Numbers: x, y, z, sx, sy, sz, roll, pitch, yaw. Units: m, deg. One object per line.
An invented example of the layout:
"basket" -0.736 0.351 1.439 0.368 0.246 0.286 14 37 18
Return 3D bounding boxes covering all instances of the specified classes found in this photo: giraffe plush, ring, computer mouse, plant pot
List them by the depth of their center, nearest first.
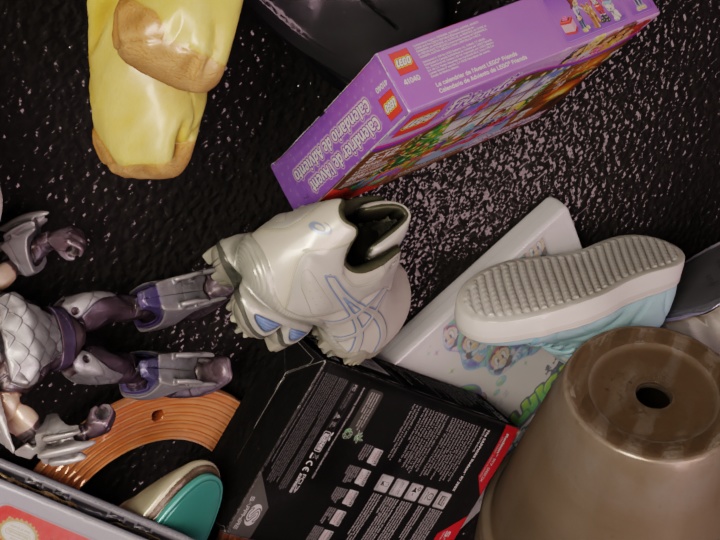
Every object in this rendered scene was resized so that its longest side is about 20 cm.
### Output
"giraffe plush" -0.129 -0.162 0.802 0.161 0.173 0.201 16 124 -10
"computer mouse" -0.014 -0.150 0.977 0.199 0.053 0.139 28 95 -47
"ring" -0.137 0.156 1.086 0.199 0.019 0.202 -22 129 -30
"plant pot" 0.180 0.137 1.170 0.199 0.200 0.175 -25 140 -28

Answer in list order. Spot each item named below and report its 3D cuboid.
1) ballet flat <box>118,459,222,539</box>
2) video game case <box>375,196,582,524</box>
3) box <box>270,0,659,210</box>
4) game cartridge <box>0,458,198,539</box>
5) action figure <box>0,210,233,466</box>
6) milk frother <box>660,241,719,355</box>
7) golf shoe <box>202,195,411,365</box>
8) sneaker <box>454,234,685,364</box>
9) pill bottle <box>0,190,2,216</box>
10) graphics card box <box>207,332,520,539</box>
"ballet flat" -0.147 0.189 1.037 0.069 0.069 0.202 19 98 -46
"video game case" 0.090 0.075 1.234 0.200 0.024 0.183 -41 136 -14
"box" 0.059 -0.102 1.015 0.199 0.039 0.137 -25 170 -35
"game cartridge" -0.173 0.186 0.980 0.198 0.041 0.134 23 105 -9
"action figure" -0.150 0.034 0.946 0.199 0.069 0.132 -2 86 -52
"milk frother" 0.265 0.091 1.326 0.199 0.181 0.189 -29 103 10
"golf shoe" 0.000 0.000 1.019 0.097 0.079 0.200 -33 167 20
"sneaker" 0.141 0.036 1.186 0.199 0.074 0.083 -12 119 -36
"pill bottle" -0.242 -0.083 0.771 0.114 0.114 0.201 -36 135 -19
"graphics card box" 0.000 0.120 1.131 0.199 0.051 0.126 21 103 -46
